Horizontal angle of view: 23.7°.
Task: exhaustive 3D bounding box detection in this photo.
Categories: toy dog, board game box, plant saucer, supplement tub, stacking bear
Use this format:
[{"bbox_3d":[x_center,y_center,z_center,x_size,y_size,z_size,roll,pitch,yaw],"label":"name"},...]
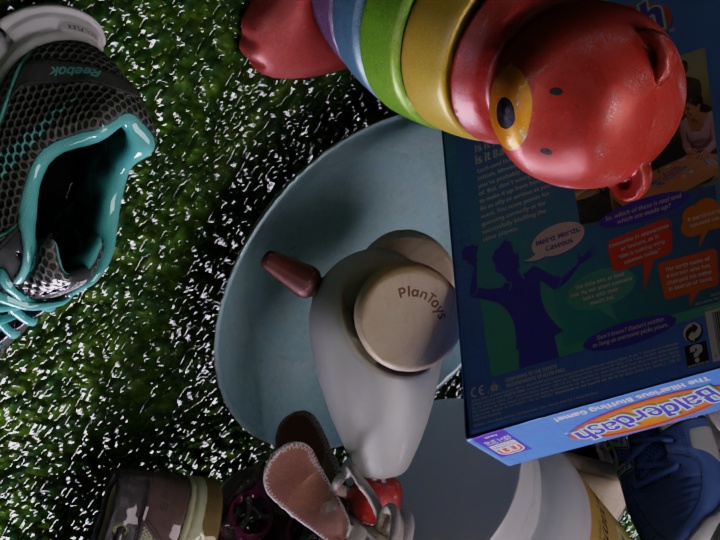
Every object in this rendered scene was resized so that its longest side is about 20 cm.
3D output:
[{"bbox_3d":[-0.016,0.068,0.816,0.132,0.096,0.201,114,-10,-78],"label":"toy dog"},{"bbox_3d":[0.114,-0.029,0.759,0.152,0.201,0.045,-18,149,27],"label":"board game box"},{"bbox_3d":[0.000,0.000,0.887,0.201,0.039,0.202,-23,132,-28],"label":"plant saucer"},{"bbox_3d":[0.080,0.176,0.938,0.144,0.144,0.200,-45,127,-6],"label":"supplement tub"},{"bbox_3d":[0.054,-0.102,0.732,0.113,0.200,0.122,-11,127,-37],"label":"stacking bear"}]

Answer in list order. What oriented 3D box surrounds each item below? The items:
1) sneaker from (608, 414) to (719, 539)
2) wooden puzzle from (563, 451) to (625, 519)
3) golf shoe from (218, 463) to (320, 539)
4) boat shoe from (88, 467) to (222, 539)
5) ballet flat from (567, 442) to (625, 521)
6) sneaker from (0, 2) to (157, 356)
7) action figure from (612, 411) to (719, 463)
[{"bbox_3d":[0.169,0.092,1.012,0.077,0.200,0.076,32,123,-28],"label":"sneaker"},{"bbox_3d":[0.063,0.186,1.043,0.185,0.037,0.200,17,114,-32],"label":"wooden puzzle"},{"bbox_3d":[-0.074,0.199,0.886,0.072,0.092,0.201,27,70,-14],"label":"golf shoe"},{"bbox_3d":[-0.139,0.173,0.875,0.066,0.072,0.201,26,118,-17],"label":"boat shoe"},{"bbox_3d":[0.120,0.095,1.053,0.066,0.057,0.200,-46,140,-3],"label":"ballet flat"},{"bbox_3d":[-0.148,-0.007,0.705,0.077,0.091,0.200,10,113,-45],"label":"sneaker"},{"bbox_3d":[0.262,0.119,1.172,0.200,0.105,0.194,-45,149,-3],"label":"action figure"}]
